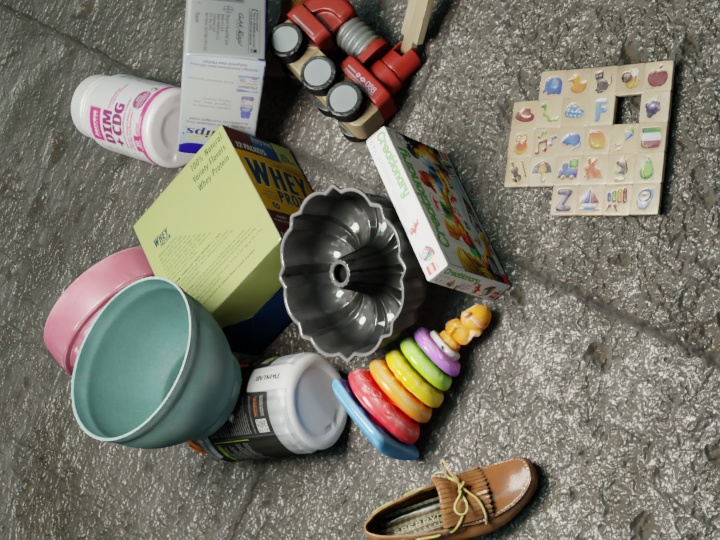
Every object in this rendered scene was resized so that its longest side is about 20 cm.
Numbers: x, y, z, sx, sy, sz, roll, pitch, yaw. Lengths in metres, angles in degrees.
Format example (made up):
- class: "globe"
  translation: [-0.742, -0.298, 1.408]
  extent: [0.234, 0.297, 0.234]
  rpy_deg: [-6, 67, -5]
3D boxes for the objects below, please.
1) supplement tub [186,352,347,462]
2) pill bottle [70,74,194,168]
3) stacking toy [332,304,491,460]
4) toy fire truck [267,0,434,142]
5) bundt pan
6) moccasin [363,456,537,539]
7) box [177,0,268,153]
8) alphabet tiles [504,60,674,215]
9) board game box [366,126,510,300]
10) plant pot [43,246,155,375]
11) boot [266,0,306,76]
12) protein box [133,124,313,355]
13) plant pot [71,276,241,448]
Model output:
- class: "supplement tub"
  translation: [-0.125, 0.172, 1.665]
  extent: [0.199, 0.122, 0.124]
  rpy_deg: [-12, 72, 37]
- class: "pill bottle"
  translation: [-0.321, -0.220, 1.933]
  extent: [0.199, 0.113, 0.114]
  rpy_deg: [18, 91, 42]
- class: "stacking toy"
  translation: [0.074, 0.110, 1.540]
  extent: [0.200, 0.116, 0.110]
  rpy_deg: [-46, 56, 8]
- class: "toy fire truck"
  translation: [0.005, -0.292, 1.678]
  extent: [0.200, 0.129, 0.176]
  rpy_deg: [-43, 70, -2]
- class: "bundt pan"
  translation: [0.000, 0.000, 1.563]
  extent: [0.201, 0.075, 0.204]
  rpy_deg: [6, 99, 42]
- class: "moccasin"
  translation: [0.098, 0.253, 1.470]
  extent: [0.200, 0.078, 0.074]
  rpy_deg: [-20, 55, 18]
- class: "box"
  translation: [-0.179, -0.280, 1.750]
  extent: [0.200, 0.104, 0.185]
  rpy_deg: [108, 164, -57]
- class: "alphabet tiles"
  translation: [0.249, -0.143, 1.493]
  extent: [0.199, 0.008, 0.169]
  rpy_deg: [1, 80, 40]
- class: "board game box"
  translation: [0.088, -0.065, 1.541]
  extent: [0.035, 0.126, 0.201]
  rpy_deg: [-39, 58, 26]
- class: "plant pot"
  translation: [-0.292, 0.100, 1.792]
  extent: [0.179, 0.200, 0.200]
  rpy_deg: [47, 110, 21]
- class: "boot"
  translation: [-0.089, -0.370, 1.807]
  extent: [0.200, 0.074, 0.155]
  rpy_deg: [-49, 51, 10]
- class: "protein box"
  translation: [-0.156, -0.036, 1.734]
  extent: [0.199, 0.134, 0.201]
  rpy_deg: [-45, 55, 23]
- class: "plant pot"
  translation: [-0.226, 0.125, 1.597]
  extent: [0.199, 0.134, 0.202]
  rpy_deg: [-22, 54, 33]
